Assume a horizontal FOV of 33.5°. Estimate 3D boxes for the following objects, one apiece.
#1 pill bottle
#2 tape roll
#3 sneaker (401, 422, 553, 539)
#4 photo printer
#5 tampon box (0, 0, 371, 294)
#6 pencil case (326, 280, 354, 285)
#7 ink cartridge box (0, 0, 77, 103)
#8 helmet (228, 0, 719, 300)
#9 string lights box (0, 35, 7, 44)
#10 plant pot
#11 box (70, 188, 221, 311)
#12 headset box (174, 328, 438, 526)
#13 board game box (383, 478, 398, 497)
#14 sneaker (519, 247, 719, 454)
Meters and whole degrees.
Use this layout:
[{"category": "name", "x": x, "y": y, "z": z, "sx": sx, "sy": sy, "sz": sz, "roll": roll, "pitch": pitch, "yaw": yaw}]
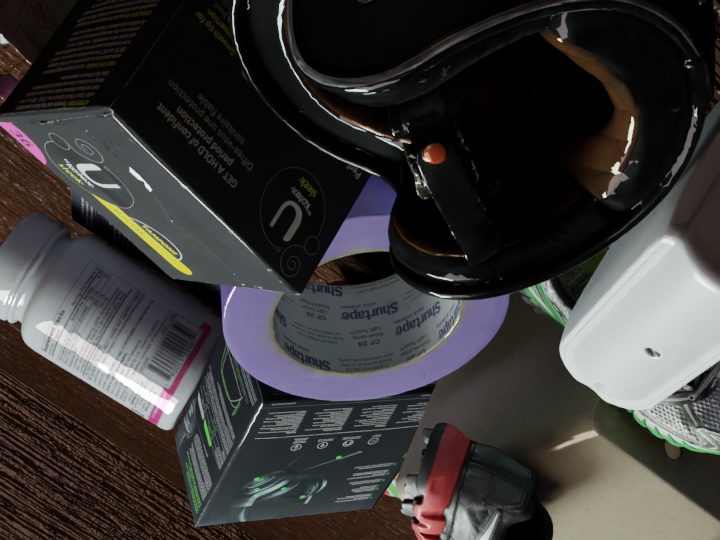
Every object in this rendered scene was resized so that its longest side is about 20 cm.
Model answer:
[{"category": "pill bottle", "x": -0.220, "y": 0.040, "z": 1.035, "sx": 0.199, "sy": 0.114, "sz": 0.113, "roll": 32, "pitch": 159, "yaw": -2}, {"category": "tape roll", "x": 0.000, "y": 0.000, "z": 0.837, "sx": 0.197, "sy": 0.086, "sz": 0.201, "roll": -5, "pitch": 140, "yaw": -4}, {"category": "sneaker", "x": 0.077, "y": 0.188, "z": 0.806, "sx": 0.097, "sy": 0.071, "sz": 0.202, "roll": 14, "pitch": 136, "yaw": 12}, {"category": "photo printer", "x": 0.175, "y": -0.021, "z": 0.590, "sx": 0.069, "sy": 0.167, "sz": 0.200, "roll": 34, "pitch": 160, "yaw": 6}, {"category": "tampon box", "x": -0.067, "y": -0.113, "z": 0.656, "sx": 0.125, "sy": 0.201, "sz": 0.150, "roll": 5, "pitch": 148, "yaw": 47}, {"category": "pencil case", "x": 0.043, "y": 0.078, "z": 1.083, "sx": 0.198, "sy": 0.095, "sz": 0.091, "roll": 18, "pitch": 174, "yaw": 34}, {"category": "ink cartridge box", "x": -0.193, "y": -0.172, "z": 0.695, "sx": 0.050, "sy": 0.202, "sz": 0.162, "roll": -15, "pitch": 135, "yaw": 35}, {"category": "helmet", "x": 0.044, "y": -0.107, "z": 0.534, "sx": 0.200, "sy": 0.199, "sz": 0.192, "roll": 52, "pitch": -167, "yaw": -44}, {"category": "string lights box", "x": -0.262, "y": -0.221, "z": 0.870, "sx": 0.199, "sy": 0.059, "sz": 0.103, "roll": 8, "pitch": 151, "yaw": 45}, {"category": "plant pot", "x": 0.177, "y": 0.113, "z": 0.870, "sx": 0.199, "sy": 0.201, "sz": 0.177, "roll": 35, "pitch": 148, "yaw": -14}, {"category": "box", "x": -0.136, "y": -0.066, "z": 0.987, "sx": 0.181, "sy": 0.105, "sz": 0.200, "roll": 33, "pitch": 159, "yaw": -3}, {"category": "headset box", "x": -0.045, "y": 0.124, "z": 0.991, "sx": 0.172, "sy": 0.093, "sz": 0.201, "roll": -1, "pitch": 140, "yaw": -27}, {"category": "board game box", "x": 0.033, "y": 0.168, "z": 1.101, "sx": 0.199, "sy": 0.030, "sz": 0.096, "roll": -7, "pitch": 117, "yaw": 58}, {"category": "sneaker", "x": 0.171, "y": 0.040, "z": 0.728, "sx": 0.199, "sy": 0.078, "sz": 0.085, "roll": 39, "pitch": 178, "yaw": 7}]
